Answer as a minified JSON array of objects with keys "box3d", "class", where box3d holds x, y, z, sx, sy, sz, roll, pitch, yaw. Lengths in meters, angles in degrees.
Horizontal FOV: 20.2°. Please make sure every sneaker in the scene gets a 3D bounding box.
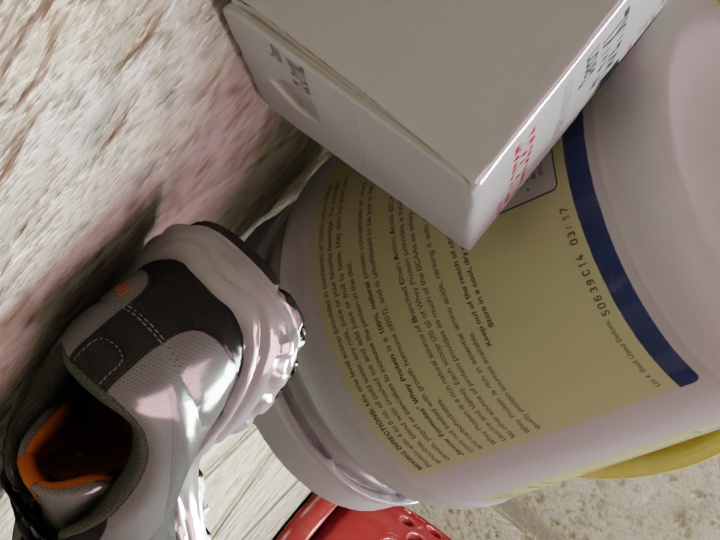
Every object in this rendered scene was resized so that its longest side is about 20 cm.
[{"box3d":[-0.087,0.068,0.649,0.079,0.074,0.200,-33,157,-41],"class":"sneaker"}]

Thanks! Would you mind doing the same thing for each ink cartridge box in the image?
[{"box3d":[0.061,-0.112,0.570,0.200,0.083,0.146,-52,175,-3],"class":"ink cartridge box"}]

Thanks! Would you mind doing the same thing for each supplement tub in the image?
[{"box3d":[0.063,0.002,0.725,0.200,0.145,0.145,-24,-168,37],"class":"supplement tub"}]

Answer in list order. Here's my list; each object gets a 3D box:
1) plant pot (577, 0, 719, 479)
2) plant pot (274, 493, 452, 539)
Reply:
[{"box3d":[0.108,-0.042,0.899,0.201,0.200,0.189,-57,-172,42],"class":"plant pot"},{"box3d":[-0.007,0.333,2.177,0.201,0.182,0.200,-51,175,-7],"class":"plant pot"}]
